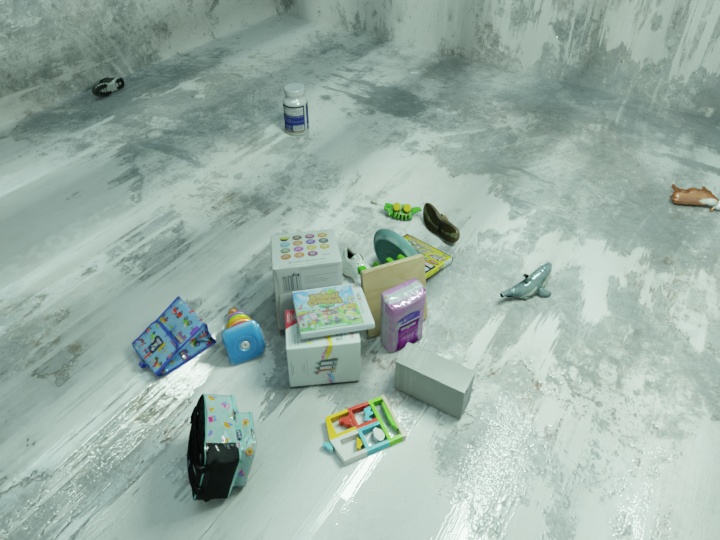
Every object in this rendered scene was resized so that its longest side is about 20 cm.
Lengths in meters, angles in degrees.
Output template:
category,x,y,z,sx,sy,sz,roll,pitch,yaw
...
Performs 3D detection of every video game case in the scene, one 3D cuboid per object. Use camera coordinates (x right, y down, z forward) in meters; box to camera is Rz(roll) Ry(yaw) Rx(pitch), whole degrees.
category,x,y,z,sx,sy,sz,roll,pitch,yaw
video game case,-0.076,0.102,1.478,0.193,0.023,0.184,-7,35,-11
video game case,0.179,-0.047,1.846,0.197,0.026,0.179,30,37,30

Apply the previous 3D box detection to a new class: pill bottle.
category,x,y,z,sx,sy,sz,roll,pitch,yaw
pill bottle,-0.290,-0.724,2.515,0.111,0.205,0.118,0,39,0

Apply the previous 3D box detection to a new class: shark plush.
category,x,y,z,sx,sy,sz,roll,pitch,yaw
shark plush,0.506,0.035,1.733,0.193,0.085,0.092,-11,41,-13

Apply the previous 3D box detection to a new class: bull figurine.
category,x,y,z,sx,sy,sz,roll,pitch,yaw
bull figurine,1.271,-0.283,2.122,0.193,0.067,0.123,9,37,6

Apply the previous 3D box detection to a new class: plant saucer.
category,x,y,z,sx,sy,sz,roll,pitch,yaw
plant saucer,0.110,-0.039,1.734,0.197,0.203,0.027,31,61,31

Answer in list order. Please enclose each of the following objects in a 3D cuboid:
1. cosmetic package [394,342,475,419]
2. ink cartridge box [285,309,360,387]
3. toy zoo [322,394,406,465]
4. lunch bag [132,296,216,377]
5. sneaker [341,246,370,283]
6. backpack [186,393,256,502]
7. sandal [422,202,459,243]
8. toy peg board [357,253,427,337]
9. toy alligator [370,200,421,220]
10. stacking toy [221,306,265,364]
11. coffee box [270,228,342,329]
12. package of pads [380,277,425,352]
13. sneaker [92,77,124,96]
category,x,y,z,sx,sy,sz,roll,pitch,yaw
cosmetic package,0.187,0.280,1.433,0.195,0.109,0.091,21,43,20
ink cartridge box,-0.099,0.199,1.493,0.193,0.148,0.147,-4,38,-6
toy zoo,-0.002,0.391,1.369,0.194,0.021,0.132,-16,43,-18
lunch bag,-0.529,0.199,1.555,0.149,0.096,0.199,33,63,32
sneaker,0.000,0.000,1.770,0.073,0.089,0.198,-28,49,-33
backpack,-0.315,0.383,1.262,0.149,0.180,0.202,0,36,-27
sandal,0.289,-0.167,1.975,0.053,0.084,0.199,-9,37,-37
toy peg board,0.085,0.058,1.634,0.194,0.205,0.098,-15,26,-18
toy alligator,0.126,-0.215,2.049,0.193,0.059,0.056,8,81,9
stacking toy,-0.344,0.161,1.590,0.107,0.119,0.200,-19,30,-14
coffee box,-0.157,0.020,1.642,0.192,0.206,0.200,-6,32,-7
package of pads,0.113,0.126,1.538,0.117,0.204,0.076,-21,48,-19
sneaker,-1.310,-0.941,2.871,0.088,0.068,0.201,13,38,19
